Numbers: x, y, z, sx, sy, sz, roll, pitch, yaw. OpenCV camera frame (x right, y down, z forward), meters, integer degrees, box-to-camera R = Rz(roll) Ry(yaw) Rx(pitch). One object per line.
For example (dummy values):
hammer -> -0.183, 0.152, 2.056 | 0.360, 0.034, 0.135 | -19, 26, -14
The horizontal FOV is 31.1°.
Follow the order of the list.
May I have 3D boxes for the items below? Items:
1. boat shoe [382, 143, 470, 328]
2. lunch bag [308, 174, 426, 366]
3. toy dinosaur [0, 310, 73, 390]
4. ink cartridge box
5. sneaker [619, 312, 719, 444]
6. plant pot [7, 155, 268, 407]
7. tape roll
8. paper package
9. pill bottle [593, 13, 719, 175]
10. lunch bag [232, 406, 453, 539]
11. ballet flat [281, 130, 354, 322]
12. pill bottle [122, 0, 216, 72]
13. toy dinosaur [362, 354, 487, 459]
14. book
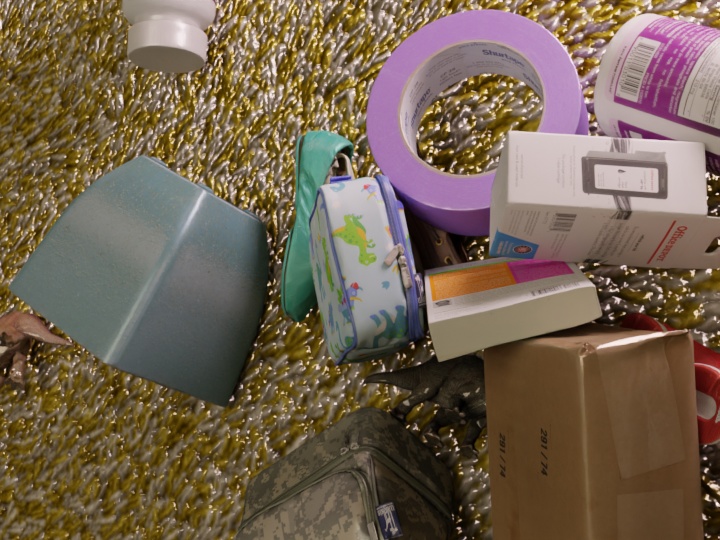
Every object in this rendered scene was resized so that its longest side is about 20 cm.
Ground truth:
boat shoe -> 0.074, -0.041, 1.246 | 0.067, 0.072, 0.202 | -23, 71, 21
lunch bag -> 0.000, 0.000, 1.207 | 0.082, 0.200, 0.162 | -12, 81, -9
toy dinosaur -> -0.453, 0.092, 1.617 | 0.199, 0.086, 0.136 | -24, 24, 12
ink cartridge box -> 0.211, -0.055, 1.061 | 0.198, 0.116, 0.068 | 4, 70, 0
sneaker -> 0.288, 0.098, 1.054 | 0.200, 0.115, 0.079 | -124, 50, -66
plant pot -> -0.212, -0.002, 1.383 | 0.195, 0.196, 0.201 | 30, 91, 38
tape roll -> 0.108, -0.137, 1.195 | 0.198, 0.066, 0.202 | -6, 68, 14
paper package -> 0.180, 0.144, 1.026 | 0.190, 0.103, 0.202 | -175, 80, -72
pill bottle -> 0.301, -0.136, 1.061 | 0.199, 0.112, 0.113 | 26, 96, 37
lunch bag -> -0.017, 0.246, 1.168 | 0.199, 0.139, 0.168 | -34, 27, 26
ballet flat -> -0.038, -0.046, 1.334 | 0.070, 0.067, 0.202 | 3, 84, 23
pill bottle -> -0.220, -0.340, 1.504 | 0.109, 0.109, 0.202 | -6, 77, 36
toy dinosaur -> 0.091, 0.112, 1.199 | 0.199, 0.077, 0.102 | -7, 34, 48
book -> 0.122, 0.022, 1.091 | 0.132, 0.200, 0.048 | -14, 98, 5
